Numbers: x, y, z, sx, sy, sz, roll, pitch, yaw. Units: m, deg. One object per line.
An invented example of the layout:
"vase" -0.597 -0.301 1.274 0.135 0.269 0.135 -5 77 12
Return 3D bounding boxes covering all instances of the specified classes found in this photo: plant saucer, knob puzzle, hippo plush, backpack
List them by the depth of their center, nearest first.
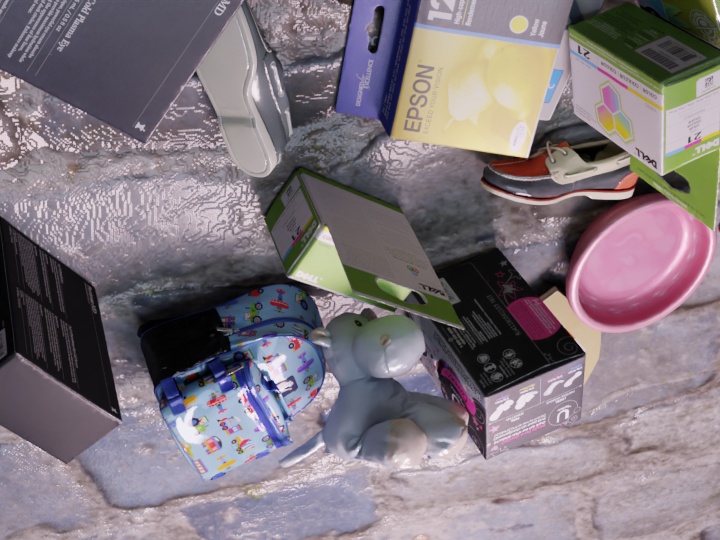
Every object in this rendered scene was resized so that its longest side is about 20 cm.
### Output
"hippo plush" 0.024 0.120 1.275 0.199 0.162 0.159 -6 -178 42
"backpack" -0.123 0.117 1.305 0.199 0.135 0.183 -22 135 -7
"plant saucer" 0.336 -0.016 1.430 0.199 0.051 0.201 -12 131 -14
"knob puzzle" 0.224 0.117 1.518 0.218 0.031 0.220 -12 132 -13

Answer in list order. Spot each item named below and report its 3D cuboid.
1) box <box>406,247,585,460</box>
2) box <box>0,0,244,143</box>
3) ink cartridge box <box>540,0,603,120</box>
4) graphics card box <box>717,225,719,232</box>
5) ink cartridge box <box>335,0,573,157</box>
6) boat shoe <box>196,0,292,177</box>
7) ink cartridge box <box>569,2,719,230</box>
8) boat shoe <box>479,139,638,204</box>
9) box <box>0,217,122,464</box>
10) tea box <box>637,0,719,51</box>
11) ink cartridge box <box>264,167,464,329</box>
"box" 0.149 0.093 1.340 0.132 0.200 0.115 -21 134 -14
"box" -0.206 -0.240 0.962 0.182 0.104 0.200 28 115 -29
"ink cartridge box" 0.143 -0.248 1.155 0.175 0.045 0.201 2 128 -25
"graphics card box" 0.518 -0.087 1.397 0.051 0.126 0.201 4 128 -25
"ink cartridge box" 0.088 -0.213 1.127 0.199 0.047 0.198 5 127 -8
"boat shoe" -0.108 -0.186 1.109 0.062 0.072 0.201 -50 140 -39
"ink cartridge box" 0.282 -0.139 1.159 0.075 0.148 0.201 -24 130 -16
"boat shoe" 0.223 -0.114 1.289 0.199 0.071 0.063 -3 124 -22
"box" -0.315 0.066 1.130 0.079 0.200 0.141 -38 132 12
"tea box" 0.368 -0.313 1.106 0.200 0.134 0.197 -40 133 -3
"ink cartridge box" 0.000 0.000 1.204 0.147 0.200 0.076 20 120 -34
